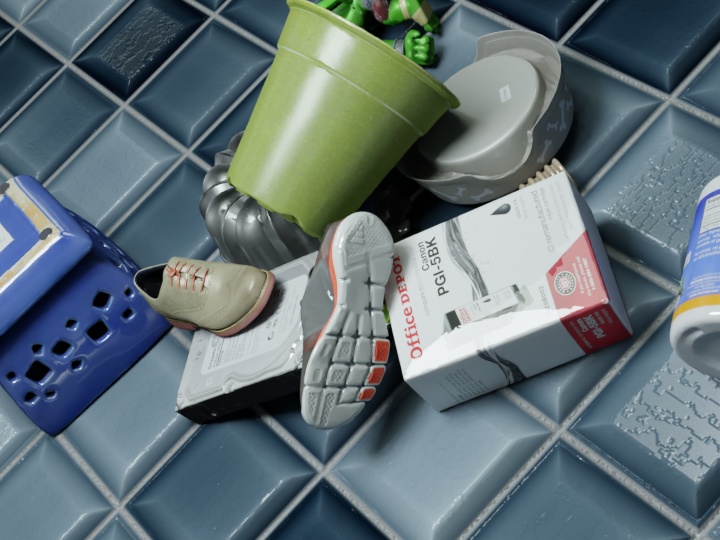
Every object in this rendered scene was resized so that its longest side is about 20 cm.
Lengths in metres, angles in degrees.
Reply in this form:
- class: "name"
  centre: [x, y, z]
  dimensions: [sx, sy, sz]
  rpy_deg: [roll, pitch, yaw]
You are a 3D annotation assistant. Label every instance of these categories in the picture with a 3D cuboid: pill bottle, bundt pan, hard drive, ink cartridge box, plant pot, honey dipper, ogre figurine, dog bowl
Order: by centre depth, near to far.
- class: "pill bottle"
  centre: [0.332, -0.015, 1.205]
  dimensions: [0.112, 0.112, 0.200]
  rpy_deg: [-1, 55, 32]
- class: "ink cartridge box"
  centre: [0.127, 0.021, 1.314]
  dimensions: [0.200, 0.083, 0.147]
  rpy_deg: [-23, 57, 16]
- class: "honey dipper"
  centre: [0.123, -0.035, 1.409]
  dimensions: [0.200, 0.038, 0.038]
  rpy_deg: [-37, 45, 5]
- class: "plant pot"
  centre: [-0.036, -0.137, 1.419]
  dimensions: [0.200, 0.200, 0.190]
  rpy_deg: [32, 90, 44]
- class: "hard drive"
  centre: [-0.099, 0.066, 1.428]
  dimensions: [0.200, 0.038, 0.140]
  rpy_deg: [-22, 45, 44]
- class: "dog bowl"
  centre: [0.127, -0.153, 1.466]
  dimensions: [0.200, 0.059, 0.200]
  rpy_deg: [-23, 43, 23]
- class: "bundt pan"
  centre: [-0.090, -0.094, 1.563]
  dimensions: [0.202, 0.076, 0.202]
  rpy_deg: [-17, 48, 20]
- class: "plant pot"
  centre: [-0.354, 0.025, 1.565]
  dimensions: [0.200, 0.180, 0.200]
  rpy_deg: [-44, 46, -5]
- class: "ogre figurine"
  centre: [0.012, -0.312, 1.646]
  dimensions: [0.120, 0.098, 0.200]
  rpy_deg: [-21, 91, 24]

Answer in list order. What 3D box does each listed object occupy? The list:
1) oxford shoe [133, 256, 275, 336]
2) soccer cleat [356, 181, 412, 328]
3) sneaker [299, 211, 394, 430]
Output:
- class: "oxford shoe"
  centre: [-0.162, 0.021, 1.446]
  dimensions: [0.200, 0.075, 0.070]
  rpy_deg: [-10, 53, 50]
- class: "soccer cleat"
  centre: [0.001, 0.000, 1.448]
  dimensions: [0.084, 0.065, 0.200]
  rpy_deg: [-20, 46, 39]
- class: "sneaker"
  centre: [-0.021, 0.047, 1.319]
  dimensions: [0.082, 0.077, 0.200]
  rpy_deg: [3, 78, 60]
